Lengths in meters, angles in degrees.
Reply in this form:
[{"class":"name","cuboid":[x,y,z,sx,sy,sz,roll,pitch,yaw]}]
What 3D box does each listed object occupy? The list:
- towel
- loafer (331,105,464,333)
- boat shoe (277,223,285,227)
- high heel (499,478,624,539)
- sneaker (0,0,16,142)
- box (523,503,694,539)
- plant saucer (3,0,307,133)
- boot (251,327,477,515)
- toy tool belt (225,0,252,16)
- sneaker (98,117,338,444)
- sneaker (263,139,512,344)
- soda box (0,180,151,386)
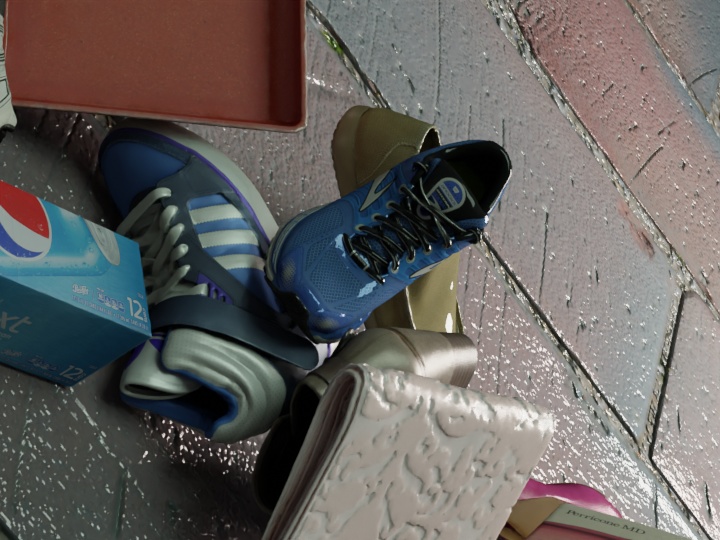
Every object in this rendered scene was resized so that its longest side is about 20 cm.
[{"class":"towel","cuboid":[0.013,0.148,1.162,0.032,0.192,0.200,35,12,35]},{"class":"loafer","cuboid":[0.036,-0.014,1.336,0.076,0.067,0.201,-48,127,-48]},{"class":"boat shoe","cuboid":[0.000,0.000,1.401,0.200,0.071,0.070,-7,96,-64]},{"class":"high heel","cuboid":[0.121,0.182,1.410,0.199,0.067,0.096,32,26,-18]},{"class":"sneaker","cuboid":[-0.229,-0.110,1.126,0.201,0.075,0.088,-83,150,-45]},{"class":"box","cuboid":[0.145,0.243,1.291,0.200,0.127,0.110,-29,130,-62]},{"class":"plant saucer","cuboid":[-0.134,-0.175,1.242,0.199,0.037,0.201,4,67,-14]},{"class":"boot","cuboid":[-0.004,0.117,1.204,0.070,0.201,0.146,33,34,33]},{"class":"toy tool belt","cuboid":[-0.104,-0.211,1.350,0.123,0.124,0.201,44,41,-31]},{"class":"sneaker","cuboid":[-0.109,0.010,1.184,0.200,0.081,0.146,49,38,0]},{"class":"sneaker","cuboid":[0.021,-0.029,1.202,0.079,0.089,0.200,52,48,-3]},{"class":"soda box","cuboid":[-0.202,-0.006,1.053,0.200,0.068,0.064,26,43,-47]}]
